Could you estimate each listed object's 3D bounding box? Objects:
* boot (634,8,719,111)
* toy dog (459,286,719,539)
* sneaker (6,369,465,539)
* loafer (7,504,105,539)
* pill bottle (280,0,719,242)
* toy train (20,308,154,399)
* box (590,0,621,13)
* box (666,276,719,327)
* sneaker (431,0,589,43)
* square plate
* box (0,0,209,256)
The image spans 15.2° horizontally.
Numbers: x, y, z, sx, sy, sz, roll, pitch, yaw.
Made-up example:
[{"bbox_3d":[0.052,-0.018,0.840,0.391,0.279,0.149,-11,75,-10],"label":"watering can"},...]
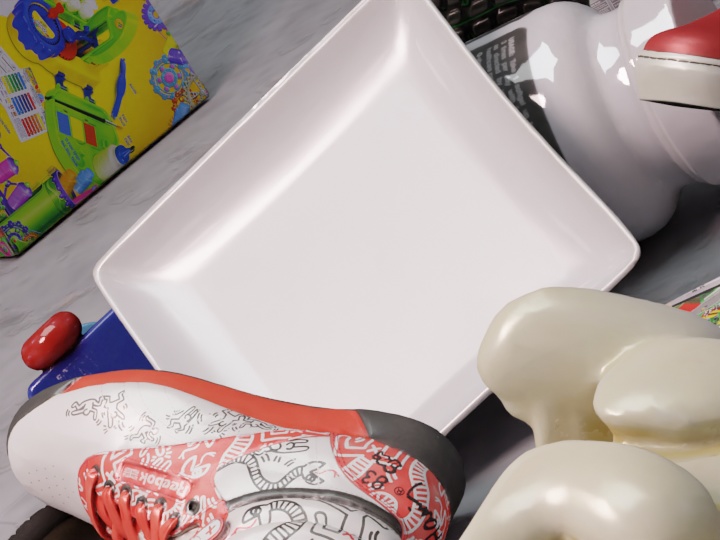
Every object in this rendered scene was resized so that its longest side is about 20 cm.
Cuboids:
[{"bbox_3d":[0.182,-0.138,1.108,0.072,0.144,0.200,14,18,37],"label":"boot"},{"bbox_3d":[0.106,0.114,0.757,0.194,0.140,0.200,8,23,2],"label":"toy dog"},{"bbox_3d":[-0.068,0.099,1.056,0.201,0.067,0.108,5,36,21],"label":"sneaker"},{"bbox_3d":[-0.133,0.162,1.099,0.071,0.073,0.200,25,37,17],"label":"loafer"},{"bbox_3d":[0.073,-0.052,1.216,0.200,0.116,0.116,-24,20,23],"label":"pill bottle"},{"bbox_3d":[-0.078,0.007,1.345,0.200,0.085,0.116,-43,6,-4],"label":"toy train"},{"bbox_3d":[0.097,-0.151,1.539,0.200,0.048,0.158,-28,18,13],"label":"box"},{"bbox_3d":[0.200,0.007,0.990,0.200,0.035,0.110,-28,19,13],"label":"box"},{"bbox_3d":[0.066,-0.127,1.288,0.078,0.200,0.085,-11,63,1],"label":"sneaker"},{"bbox_3d":[0.000,0.000,1.151,0.198,0.028,0.200,-44,53,9],"label":"square plate"},{"bbox_3d":[-0.246,-0.142,1.827,0.193,0.200,0.122,-41,20,-28],"label":"box"}]
